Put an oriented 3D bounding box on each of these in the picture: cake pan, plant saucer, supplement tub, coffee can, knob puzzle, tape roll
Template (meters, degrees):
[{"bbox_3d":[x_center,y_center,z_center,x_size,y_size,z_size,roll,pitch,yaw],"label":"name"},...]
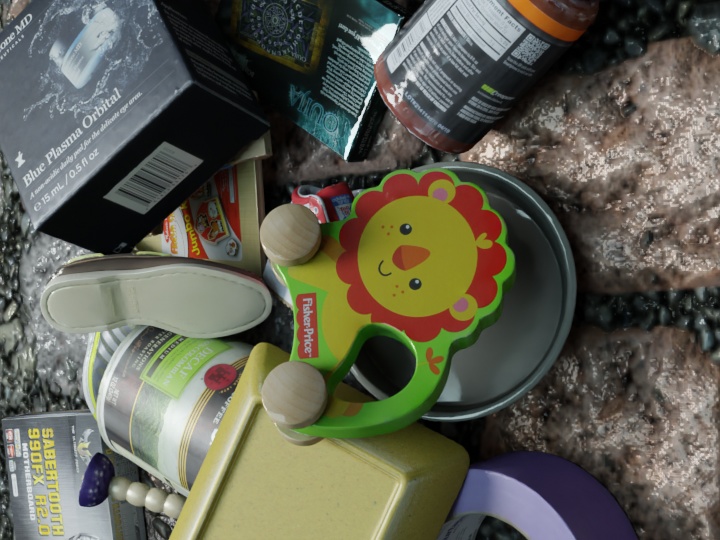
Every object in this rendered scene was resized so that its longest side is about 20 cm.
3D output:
[{"bbox_3d":[0.073,0.017,1.097,0.197,0.037,0.204,-3,80,16],"label":"cake pan"},{"bbox_3d":[-0.043,0.186,1.077,0.198,0.048,0.202,26,94,16],"label":"plant saucer"},{"bbox_3d":[0.106,-0.189,1.055,0.200,0.106,0.108,-45,67,31],"label":"supplement tub"},{"bbox_3d":[-0.113,0.137,1.229,0.198,0.145,0.149,24,108,34],"label":"coffee can"},{"bbox_3d":[-0.159,-0.076,1.318,0.217,0.030,0.223,9,104,38],"label":"knob puzzle"},{"bbox_3d":[0.119,0.248,1.095,0.198,0.084,0.203,5,98,38],"label":"tape roll"}]

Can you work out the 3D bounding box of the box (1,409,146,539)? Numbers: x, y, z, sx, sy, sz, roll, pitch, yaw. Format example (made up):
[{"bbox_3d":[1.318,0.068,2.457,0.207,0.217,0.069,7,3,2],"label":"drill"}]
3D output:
[{"bbox_3d":[-0.292,0.245,1.441,0.157,0.048,0.203,-7,90,39],"label":"box"}]

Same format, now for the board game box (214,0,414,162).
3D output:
[{"bbox_3d":[-0.048,-0.202,1.222,0.199,0.028,0.137,38,118,30],"label":"board game box"}]

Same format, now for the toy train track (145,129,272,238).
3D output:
[{"bbox_3d":[-0.155,-0.096,1.274,0.198,0.032,0.117,-11,84,35],"label":"toy train track"}]

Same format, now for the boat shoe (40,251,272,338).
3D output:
[{"bbox_3d":[-0.175,0.016,1.219,0.197,0.060,0.073,-2,118,0],"label":"boat shoe"}]

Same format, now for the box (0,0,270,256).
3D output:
[{"bbox_3d":[-0.215,-0.153,1.227,0.196,0.117,0.201,-39,59,17],"label":"box"}]

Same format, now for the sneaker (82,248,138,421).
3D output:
[{"bbox_3d":[-0.217,0.074,1.341,0.080,0.073,0.203,14,114,37],"label":"sneaker"}]

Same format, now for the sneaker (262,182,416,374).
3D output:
[{"bbox_3d":[0.000,0.000,1.176,0.199,0.071,0.114,33,116,34],"label":"sneaker"}]

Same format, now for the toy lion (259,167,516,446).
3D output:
[{"bbox_3d":[0.023,0.022,1.047,0.188,0.069,0.203,-4,67,5],"label":"toy lion"}]

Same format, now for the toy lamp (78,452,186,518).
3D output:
[{"bbox_3d":[-0.156,0.218,1.283,0.197,0.058,0.059,17,106,5],"label":"toy lamp"}]
